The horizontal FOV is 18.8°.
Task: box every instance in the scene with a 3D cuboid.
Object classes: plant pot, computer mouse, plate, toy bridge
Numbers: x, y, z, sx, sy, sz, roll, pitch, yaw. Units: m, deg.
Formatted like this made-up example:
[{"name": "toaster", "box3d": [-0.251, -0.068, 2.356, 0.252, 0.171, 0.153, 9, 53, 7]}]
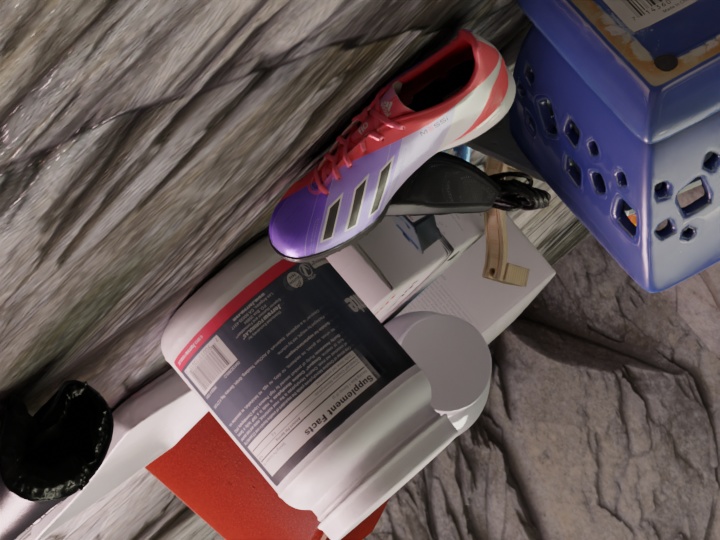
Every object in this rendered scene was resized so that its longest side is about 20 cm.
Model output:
[{"name": "plant pot", "box3d": [-0.055, 0.151, 2.067, 0.177, 0.199, 0.200, -56, 168, 25]}, {"name": "computer mouse", "box3d": [0.038, -0.066, 1.581, 0.138, 0.053, 0.200, -1, -178, 31]}, {"name": "plate", "box3d": [-0.180, 0.130, 1.826, 0.199, 0.032, 0.200, -33, 170, -48]}, {"name": "toy bridge", "box3d": [0.133, -0.090, 1.809, 0.067, 0.027, 0.202, 14, 90, -49]}, {"name": "plant pot", "box3d": [0.226, -0.138, 1.529, 0.199, 0.200, 0.180, -28, 142, -11]}]

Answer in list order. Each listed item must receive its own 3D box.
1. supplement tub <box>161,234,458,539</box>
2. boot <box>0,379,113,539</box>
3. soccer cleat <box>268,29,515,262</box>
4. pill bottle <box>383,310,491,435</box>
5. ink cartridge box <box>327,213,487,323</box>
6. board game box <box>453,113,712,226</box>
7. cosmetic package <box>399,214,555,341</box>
[{"name": "supplement tub", "box3d": [-0.037, 0.083, 1.599, 0.140, 0.200, 0.140, -40, 174, -5]}, {"name": "boot", "box3d": [-0.254, 0.161, 1.386, 0.200, 0.076, 0.168, -45, -179, -42]}, {"name": "soccer cleat", "box3d": [0.013, -0.085, 1.447, 0.200, 0.068, 0.073, -38, 150, 1]}, {"name": "pill bottle", "box3d": [0.045, 0.097, 1.843, 0.112, 0.112, 0.200, -39, 178, -18]}, {"name": "ink cartridge box", "box3d": [0.000, 0.000, 1.783, 0.146, 0.086, 0.200, -44, 175, 31]}, {"name": "board game box", "box3d": [0.190, -0.097, 1.706, 0.199, 0.199, 0.026, -22, 127, -40]}, {"name": "cosmetic package", "box3d": [0.094, 0.045, 2.474, 0.200, 0.123, 0.199, -40, 174, -18]}]
